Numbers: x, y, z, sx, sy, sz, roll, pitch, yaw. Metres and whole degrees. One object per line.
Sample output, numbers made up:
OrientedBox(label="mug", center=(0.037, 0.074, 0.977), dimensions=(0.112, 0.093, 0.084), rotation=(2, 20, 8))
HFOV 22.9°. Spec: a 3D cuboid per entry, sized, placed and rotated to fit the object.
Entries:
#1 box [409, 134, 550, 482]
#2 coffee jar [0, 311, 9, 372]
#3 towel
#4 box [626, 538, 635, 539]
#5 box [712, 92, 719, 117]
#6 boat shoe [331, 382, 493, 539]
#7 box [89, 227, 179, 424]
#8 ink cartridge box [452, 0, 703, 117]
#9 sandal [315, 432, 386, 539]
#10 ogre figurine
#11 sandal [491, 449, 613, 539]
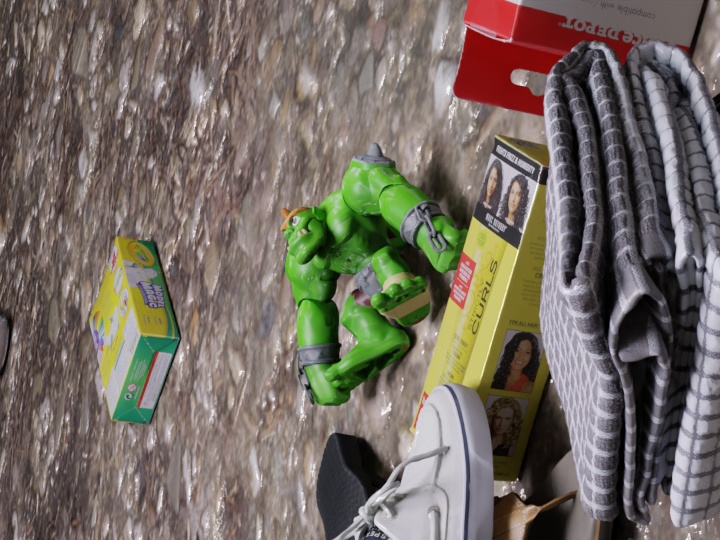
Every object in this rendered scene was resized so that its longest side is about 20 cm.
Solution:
OrientedBox(label="box", center=(0.089, 0.024, 1.099), dimensions=(0.075, 0.050, 0.201), rotation=(-136, 58, -61))
OrientedBox(label="coffee jar", center=(-0.565, 0.099, 2.551), dimensions=(0.200, 0.085, 0.105), rotation=(-177, 96, -67))
OrientedBox(label="towel", center=(0.130, 0.006, 0.873), dimensions=(0.201, 0.085, 0.166), rotation=(-90, -1, -50))
OrientedBox(label="box", center=(0.124, 0.205, 0.821), dimensions=(0.049, 0.158, 0.200), rotation=(64, 163, -14))
OrientedBox(label="box", center=(0.229, -0.022, 0.798), dimensions=(0.200, 0.047, 0.195), rotation=(142, 135, -60))
OrientedBox(label="boat shoe", center=(0.024, 0.155, 1.017), dimensions=(0.075, 0.085, 0.203), rotation=(128, 150, -61))
OrientedBox(label="box", center=(-0.242, 0.054, 1.866), dimensions=(0.118, 0.048, 0.200), rotation=(-67, 29, 30))
OrientedBox(label="ink cartridge box", center=(0.134, -0.179, 0.992), dimensions=(0.067, 0.115, 0.202), rotation=(-142, 63, -63))
OrientedBox(label="sandal", center=(0.004, 0.172, 1.259), dimensions=(0.201, 0.048, 0.076), rotation=(-106, 30, -68))
OrientedBox(label="ogre figurine", center=(0.000, 0.000, 1.273), dimensions=(0.200, 0.097, 0.120), rotation=(107, 143, -55))
OrientedBox(label="sandal", center=(0.089, 0.159, 1.041), dimensions=(0.200, 0.054, 0.082), rotation=(137, 136, -56))
